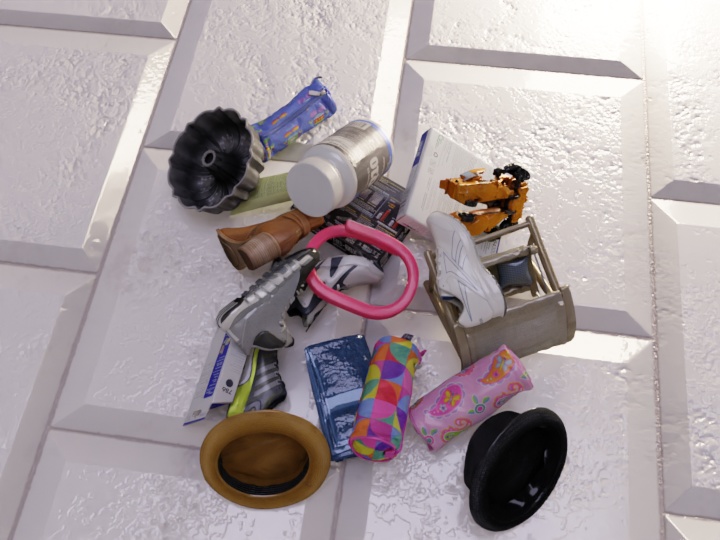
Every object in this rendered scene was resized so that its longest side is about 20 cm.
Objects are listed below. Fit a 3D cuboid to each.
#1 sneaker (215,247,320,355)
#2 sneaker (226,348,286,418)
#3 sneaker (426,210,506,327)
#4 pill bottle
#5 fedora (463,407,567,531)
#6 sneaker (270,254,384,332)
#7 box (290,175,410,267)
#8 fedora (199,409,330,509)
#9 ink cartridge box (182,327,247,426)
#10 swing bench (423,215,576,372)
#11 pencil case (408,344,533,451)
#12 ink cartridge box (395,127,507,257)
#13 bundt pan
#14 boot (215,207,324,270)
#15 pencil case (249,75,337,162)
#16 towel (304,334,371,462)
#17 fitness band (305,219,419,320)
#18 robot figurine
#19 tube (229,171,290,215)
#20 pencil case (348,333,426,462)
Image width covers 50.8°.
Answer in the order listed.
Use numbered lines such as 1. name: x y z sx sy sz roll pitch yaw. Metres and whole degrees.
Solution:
1. sneaker: -0.125 0.060 1.221 0.200 0.075 0.116 -38 105 -10
2. sneaker: -0.154 0.177 1.250 0.080 0.074 0.202 16 71 2
3. sneaker: 0.149 -0.004 1.180 0.087 0.075 0.201 -27 69 -2
4. pill bottle: -0.034 -0.176 1.302 0.113 0.114 0.200 29 41 16
5. fedora: 0.220 0.287 1.147 0.200 0.201 0.091 -37 32 -16
6. sneaker: -0.060 0.044 1.308 0.197 0.080 0.131 4 71 -5
7. box: -0.005 -0.112 1.399 0.199 0.050 0.158 31 67 17
8. fedora: -0.145 0.274 1.166 0.199 0.202 0.082 -4 25 0
9. ink cartridge box: -0.226 0.161 1.239 0.039 0.099 0.201 29 61 -24
10. swing bench: 0.228 0.048 1.257 0.197 0.130 0.201 -19 64 -5
11. pencil case: 0.170 0.201 1.186 0.199 0.087 0.088 -35 65 5
12. ink cartridge box: 0.176 -0.131 1.387 0.199 0.043 0.198 29 62 -20
13. bundt pan: -0.258 -0.196 1.406 0.200 0.076 0.204 -8 73 28
14. boot: -0.163 -0.070 1.335 0.155 0.200 0.077 -34 109 -21
15. pencil case: -0.134 -0.295 1.480 0.200 0.087 0.078 -39 89 -16
16. towel: -0.020 0.204 1.236 0.111 0.049 0.201 -13 63 -6
17. fitness band: 0.000 0.000 1.271 0.199 0.037 0.145 22 75 0
18. robot figurine: 0.217 -0.120 1.322 0.199 0.146 0.058 -11 32 -38
19. tube: -0.156 -0.150 1.398 0.199 0.052 0.058 -8 16 30
20. pencil case: 0.043 0.195 1.177 0.088 0.089 0.201 13 53 9
